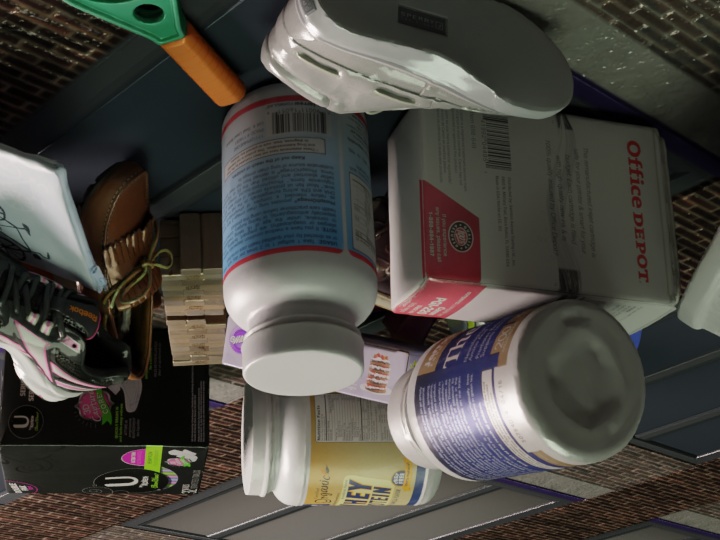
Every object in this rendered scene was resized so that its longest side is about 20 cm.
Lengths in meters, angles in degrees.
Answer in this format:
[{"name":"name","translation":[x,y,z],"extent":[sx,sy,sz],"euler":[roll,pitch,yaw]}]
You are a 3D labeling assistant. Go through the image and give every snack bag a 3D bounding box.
[{"name":"snack bag","translation":[-0.278,-0.063,0.961],"extent":[0.198,0.022,0.189],"euler":[20,154,9]}]

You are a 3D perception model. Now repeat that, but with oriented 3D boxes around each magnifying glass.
[{"name":"magnifying glass","translation":[-0.130,-0.161,0.859],"extent":[0.079,0.023,0.200],"euler":[-13,153,20]}]

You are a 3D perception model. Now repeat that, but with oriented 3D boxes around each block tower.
[{"name":"block tower","translation":[-0.145,0.020,1.193],"extent":[0.053,0.058,0.200],"euler":[-1,152,-5]}]

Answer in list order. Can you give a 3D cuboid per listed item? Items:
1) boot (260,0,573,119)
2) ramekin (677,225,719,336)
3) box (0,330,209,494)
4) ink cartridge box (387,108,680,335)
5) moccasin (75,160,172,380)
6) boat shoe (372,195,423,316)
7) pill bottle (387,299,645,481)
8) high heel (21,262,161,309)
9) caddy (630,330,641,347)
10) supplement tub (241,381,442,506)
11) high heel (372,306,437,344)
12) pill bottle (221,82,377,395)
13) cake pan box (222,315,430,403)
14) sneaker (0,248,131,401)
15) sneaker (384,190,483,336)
[{"name":"boot","translation":[0.035,-0.136,0.890],"extent":[0.198,0.074,0.095],"euler":[18,154,-22]},{"name":"ramekin","translation":[0.323,-0.024,0.981],"extent":[0.094,0.203,0.203],"euler":[34,162,18]},{"name":"box","translation":[-0.254,0.143,1.351],"extent":[0.198,0.125,0.149],"euler":[3,152,-10]},{"name":"ink cartridge box","translation":[0.125,-0.038,0.998],"extent":[0.198,0.147,0.085],"euler":[6,159,-17]},{"name":"moccasin","translation":[-0.186,0.004,1.070],"extent":[0.077,0.074,0.203],"euler":[27,125,20]},{"name":"boat shoe","translation":[0.007,-0.025,1.040],"extent":[0.198,0.072,0.065],"euler":[21,133,15]},{"name":"pill bottle","translation":[0.102,0.093,0.981],"extent":[0.110,0.112,0.200],"euler":[11,162,-27]},{"name":"high heel","translation":[-0.272,0.035,1.168],"extent":[0.199,0.068,0.096],"euler":[18,136,-44]},{"name":"caddy","translation":[0.163,0.027,1.146],"extent":[0.104,0.143,0.200],"euler":[-4,154,-5]},{"name":"supplement tub","translation":[-0.022,0.173,1.419],"extent":[0.198,0.146,0.145],"euler":[1,154,-10]},{"name":"high heel","translation":[0.000,0.000,1.165],"extent":[0.199,0.067,0.097],"euler":[13,114,-39]},{"name":"pill bottle","translation":[-0.043,-0.021,0.951],"extent":[0.107,0.202,0.109],"euler":[-2,154,-1]},{"name":"cake pan box","translation":[0.000,0.082,1.224],"extent":[0.198,0.053,0.184],"euler":[10,177,30]},{"name":"sneaker","translation":[-0.239,0.029,1.013],"extent":[0.086,0.081,0.200],"euler":[-6,151,26]},{"name":"sneaker","translation":[0.068,-0.008,1.128],"extent":[0.080,0.074,0.201],"euler":[3,134,16]}]
